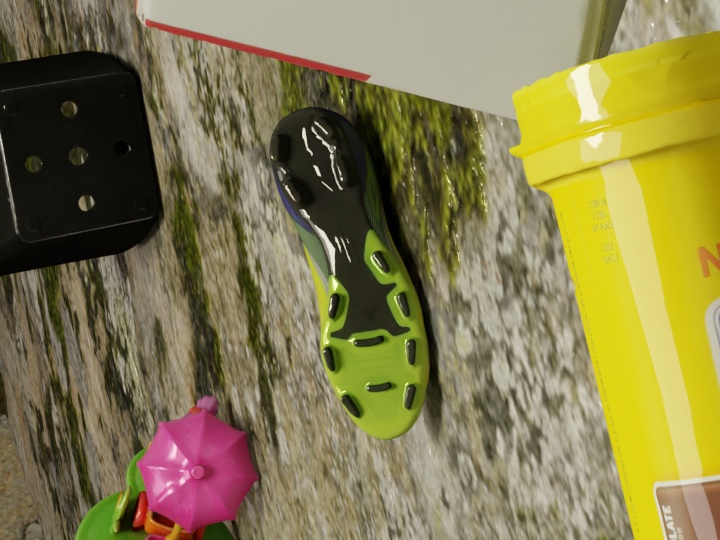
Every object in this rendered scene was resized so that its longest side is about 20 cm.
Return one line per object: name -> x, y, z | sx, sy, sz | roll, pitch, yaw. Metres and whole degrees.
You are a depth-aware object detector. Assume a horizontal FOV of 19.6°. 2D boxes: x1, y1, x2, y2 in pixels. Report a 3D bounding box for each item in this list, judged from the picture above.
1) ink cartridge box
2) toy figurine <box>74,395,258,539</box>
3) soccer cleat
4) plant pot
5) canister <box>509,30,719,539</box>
ink cartridge box -> 0.029, -0.150, 0.677 | 0.200, 0.144, 0.084 | -66, -12, -46
toy figurine -> -0.143, 0.177, 1.745 | 0.184, 0.150, 0.200 | 117, 166, -45
soccer cleat -> 0.001, -0.001, 1.215 | 0.084, 0.065, 0.200 | 9, -117, -75
plant pot -> -0.289, -0.100, 1.899 | 0.177, 0.200, 0.200 | -2, 98, 63
canister -> 0.137, 0.031, 0.580 | 0.087, 0.148, 0.200 | 164, 93, -74
